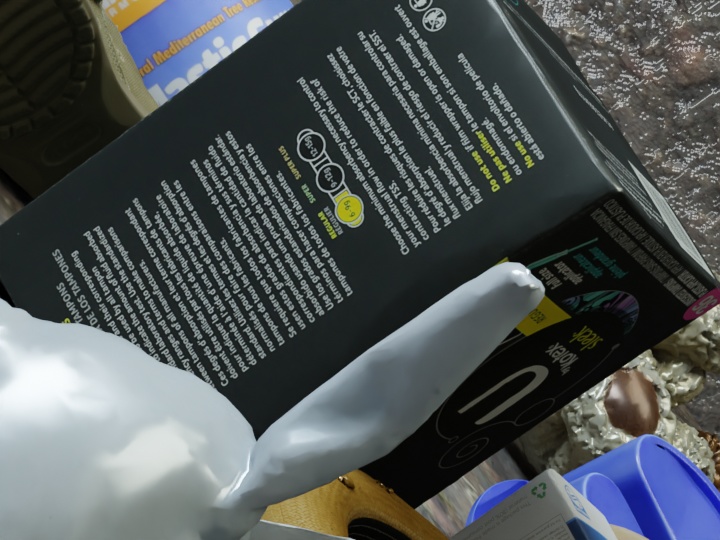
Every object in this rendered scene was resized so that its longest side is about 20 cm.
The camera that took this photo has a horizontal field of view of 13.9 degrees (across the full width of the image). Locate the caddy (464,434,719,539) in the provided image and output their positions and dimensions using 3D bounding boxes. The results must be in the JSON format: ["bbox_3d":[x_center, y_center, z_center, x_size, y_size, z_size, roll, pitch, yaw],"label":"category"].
[{"bbox_3d":[0.131,0.179,1.415,0.200,0.105,0.141,56,31,6],"label":"caddy"}]

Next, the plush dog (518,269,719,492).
[{"bbox_3d":[0.156,0.113,1.789,0.200,0.160,0.172,-44,115,-53],"label":"plush dog"}]

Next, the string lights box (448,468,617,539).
[{"bbox_3d":[0.083,0.186,1.112,0.059,0.103,0.200,42,16,-52],"label":"string lights box"}]

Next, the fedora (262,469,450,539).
[{"bbox_3d":[0.013,0.151,0.942,0.201,0.082,0.201,48,12,-14],"label":"fedora"}]

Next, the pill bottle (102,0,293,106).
[{"bbox_3d":[-0.085,-0.096,1.238,0.200,0.112,0.112,55,9,-1],"label":"pill bottle"}]

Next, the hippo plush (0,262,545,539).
[{"bbox_3d":[-0.089,0.087,0.470,0.161,0.199,0.160,-72,172,-50],"label":"hippo plush"}]

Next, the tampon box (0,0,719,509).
[{"bbox_3d":[0.000,0.000,1.041,0.127,0.200,0.150,59,11,23],"label":"tampon box"}]

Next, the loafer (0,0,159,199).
[{"bbox_3d":[-0.127,-0.080,1.103,0.068,0.076,0.200,61,0,38],"label":"loafer"}]

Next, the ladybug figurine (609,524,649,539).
[{"bbox_3d":[0.101,0.186,1.203,0.072,0.136,0.200,-1,36,-32],"label":"ladybug figurine"}]
